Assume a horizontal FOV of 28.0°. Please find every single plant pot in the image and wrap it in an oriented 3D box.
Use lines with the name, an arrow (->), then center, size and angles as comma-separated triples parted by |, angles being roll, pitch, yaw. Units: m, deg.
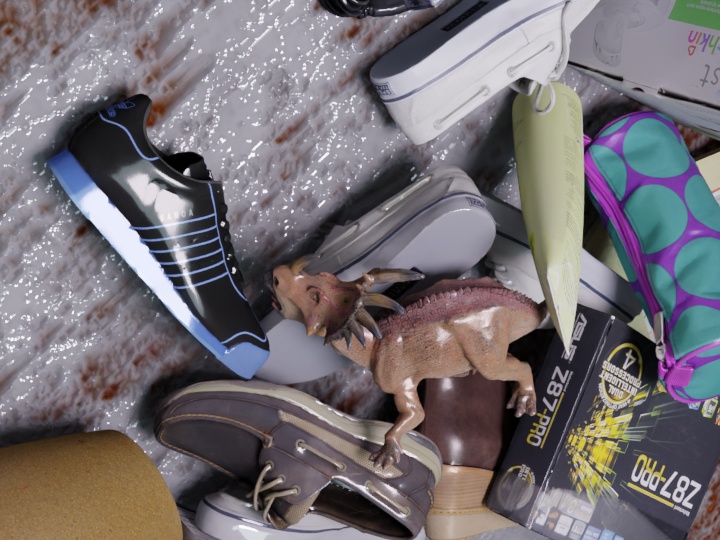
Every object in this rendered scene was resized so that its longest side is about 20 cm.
plant pot -> -0.212, 0.185, 0.876 | 0.199, 0.186, 0.188 | -28, 121, -33

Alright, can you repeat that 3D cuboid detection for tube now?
tube -> 0.128, -0.045, 0.971 | 0.058, 0.201, 0.052 | 25, 134, -23

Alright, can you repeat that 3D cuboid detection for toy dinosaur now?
toy dinosaur -> 0.049, 0.035, 0.926 | 0.198, 0.086, 0.136 | -16, 126, -10

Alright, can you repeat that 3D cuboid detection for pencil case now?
pencil case -> 0.220, -0.013, 1.028 | 0.092, 0.201, 0.085 | -4, 149, -26

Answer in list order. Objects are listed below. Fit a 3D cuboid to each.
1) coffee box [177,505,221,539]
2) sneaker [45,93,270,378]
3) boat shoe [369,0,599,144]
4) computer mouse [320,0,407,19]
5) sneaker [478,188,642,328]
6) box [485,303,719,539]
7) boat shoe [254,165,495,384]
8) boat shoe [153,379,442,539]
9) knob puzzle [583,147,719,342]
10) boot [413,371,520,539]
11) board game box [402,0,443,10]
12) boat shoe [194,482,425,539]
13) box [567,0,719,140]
coffee box -> -0.093, 0.251, 0.943 | 0.080, 0.200, 0.114 | 30, 91, -38
sneaker -> -0.106, -0.019, 0.907 | 0.078, 0.070, 0.200 | -40, 119, -4
boat shoe -> 0.108, -0.148, 0.981 | 0.201, 0.075, 0.086 | -35, 116, -11
computer mouse -> 0.046, -0.244, 0.928 | 0.199, 0.046, 0.141 | -28, 119, -19
sneaker -> 0.127, 0.004, 1.051 | 0.199, 0.073, 0.071 | 31, 93, -28
box -> 0.193, 0.133, 1.075 | 0.199, 0.049, 0.162 | 30, 84, -43
boat shoe -> 0.000, 0.000, 0.980 | 0.200, 0.070, 0.071 | -39, 130, 18
boat shoe -> -0.041, 0.128, 0.953 | 0.198, 0.074, 0.075 | 14, 141, -7
knob puzzle -> 0.243, 0.013, 1.150 | 0.218, 0.030, 0.222 | -4, 105, -16
boot -> 0.105, 0.106, 1.081 | 0.199, 0.072, 0.168 | -2, 92, -55
board game box -> 0.043, -0.298, 0.860 | 0.200, 0.062, 0.200 | -44, 106, -5
boat shoe -> -0.025, 0.158, 1.027 | 0.199, 0.072, 0.066 | 7, 100, -33
box -> 0.268, -0.140, 1.007 | 0.176, 0.200, 0.097 | 20, 97, -33
